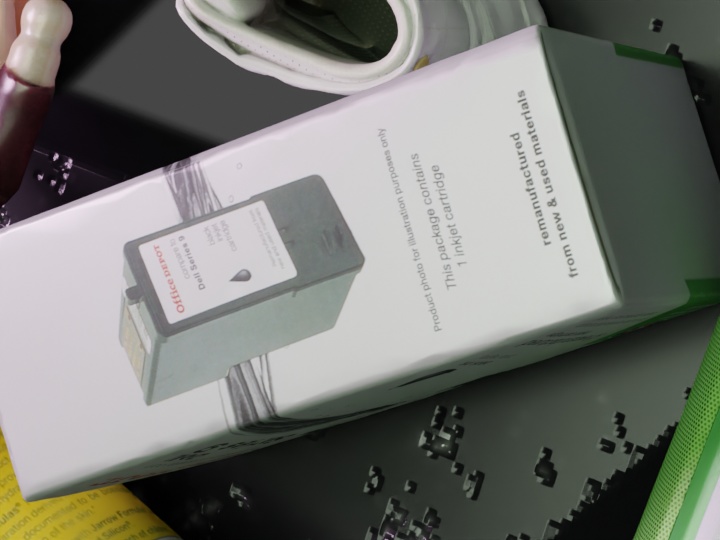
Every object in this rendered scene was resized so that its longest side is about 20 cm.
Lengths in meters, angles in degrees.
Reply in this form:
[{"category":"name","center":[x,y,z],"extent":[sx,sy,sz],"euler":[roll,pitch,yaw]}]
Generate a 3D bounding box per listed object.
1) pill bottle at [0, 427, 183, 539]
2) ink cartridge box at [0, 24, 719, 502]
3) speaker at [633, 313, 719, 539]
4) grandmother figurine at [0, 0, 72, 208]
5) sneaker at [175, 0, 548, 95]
[{"category":"pill bottle","center":[-0.131,0.099,0.882],"extent":[0.200,0.111,0.111],"euler":[40,105,17]},{"category":"ink cartridge box","center":[0.000,0.000,0.808],"extent":[0.199,0.146,0.084],"euler":[-19,84,23]},{"category":"speaker","center":[0.132,0.058,0.783],"extent":[0.088,0.088,0.201],"euler":[23,99,21]},{"category":"grandmother figurine","center":[-0.131,-0.057,0.872],"extent":[0.121,0.060,0.201],"euler":[-31,54,54]},{"category":"sneaker","center":[-0.039,-0.120,0.841],"extent":[0.200,0.115,0.074],"euler":[35,105,21]}]
